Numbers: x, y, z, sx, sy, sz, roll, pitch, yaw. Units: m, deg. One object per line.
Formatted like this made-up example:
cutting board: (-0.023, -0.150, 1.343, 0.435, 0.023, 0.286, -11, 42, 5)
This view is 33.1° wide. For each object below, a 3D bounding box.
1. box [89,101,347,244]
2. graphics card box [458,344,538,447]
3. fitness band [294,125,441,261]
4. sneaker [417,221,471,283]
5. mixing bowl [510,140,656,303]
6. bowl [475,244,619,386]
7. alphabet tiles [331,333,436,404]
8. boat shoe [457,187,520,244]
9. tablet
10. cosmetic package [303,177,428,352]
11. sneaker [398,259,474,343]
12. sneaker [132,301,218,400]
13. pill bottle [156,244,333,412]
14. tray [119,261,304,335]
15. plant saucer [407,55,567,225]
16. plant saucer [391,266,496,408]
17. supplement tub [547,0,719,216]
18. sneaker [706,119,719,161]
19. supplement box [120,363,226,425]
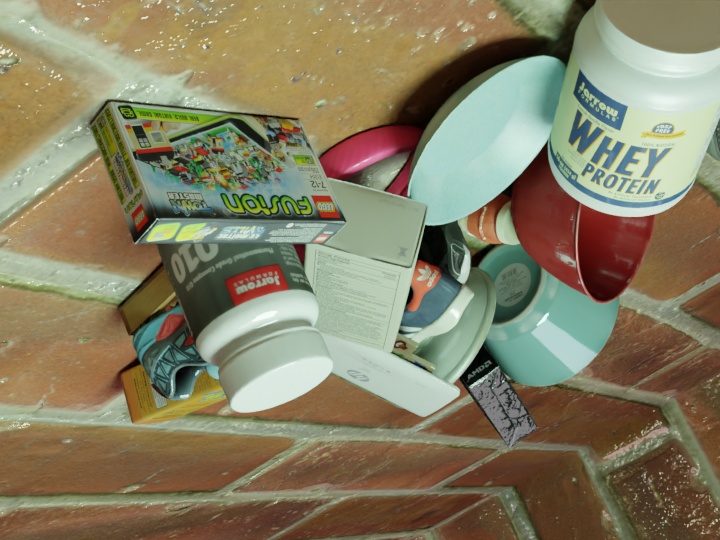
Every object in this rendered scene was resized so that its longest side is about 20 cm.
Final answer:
box: (-0.110, -0.075, 0.977, 0.200, 0.110, 0.035, -2, 149, -47)
graphics card box: (0.145, 0.123, 1.556, 0.051, 0.200, 0.126, -34, 123, 1)
fitness band: (-0.003, -0.072, 1.206, 0.143, 0.037, 0.200, -10, 154, -33)
sneaker: (0.053, 0.010, 1.403, 0.086, 0.080, 0.200, -9, 153, -32)
mixing bowl: (0.230, -0.073, 1.298, 0.108, 0.201, 0.200, 13, -178, 34)
bowl: (0.210, 0.034, 1.519, 0.201, 0.201, 0.105, -36, 136, 27)
alphabet tiles: (-0.008, 0.091, 1.378, 0.167, 0.008, 0.200, 27, 155, -5)
boat shoe: (0.190, -0.068, 1.393, 0.062, 0.071, 0.200, 7, -165, 38)
tablet: (0.005, 0.109, 1.380, 0.200, 0.014, 0.130, 28, 156, -7)
cosmetic package: (0.000, 0.000, 1.179, 0.103, 0.073, 0.200, 16, 153, 2)
sneaker: (0.046, 0.042, 1.353, 0.075, 0.084, 0.200, -57, -171, -35)
sneaker: (-0.132, 0.061, 1.196, 0.200, 0.096, 0.079, -36, 157, 26)
pill bottle: (-0.105, 0.013, 1.065, 0.114, 0.200, 0.114, -22, 159, -9)
tray: (-0.145, 0.026, 1.284, 0.200, 0.037, 0.099, -1, 148, -49)
plant saucer: (0.111, -0.130, 1.148, 0.201, 0.039, 0.201, -34, 153, -20)
plant saucer: (0.080, 0.072, 1.492, 0.050, 0.200, 0.200, 35, 126, -23)
supplement tub: (0.256, -0.162, 1.100, 0.145, 0.145, 0.200, -18, 145, -17)
sneaker: (0.334, -0.212, 1.206, 0.076, 0.114, 0.200, -29, 131, -3)
supplement box: (-0.178, 0.116, 1.360, 0.200, 0.069, 0.066, -26, 164, 36)
